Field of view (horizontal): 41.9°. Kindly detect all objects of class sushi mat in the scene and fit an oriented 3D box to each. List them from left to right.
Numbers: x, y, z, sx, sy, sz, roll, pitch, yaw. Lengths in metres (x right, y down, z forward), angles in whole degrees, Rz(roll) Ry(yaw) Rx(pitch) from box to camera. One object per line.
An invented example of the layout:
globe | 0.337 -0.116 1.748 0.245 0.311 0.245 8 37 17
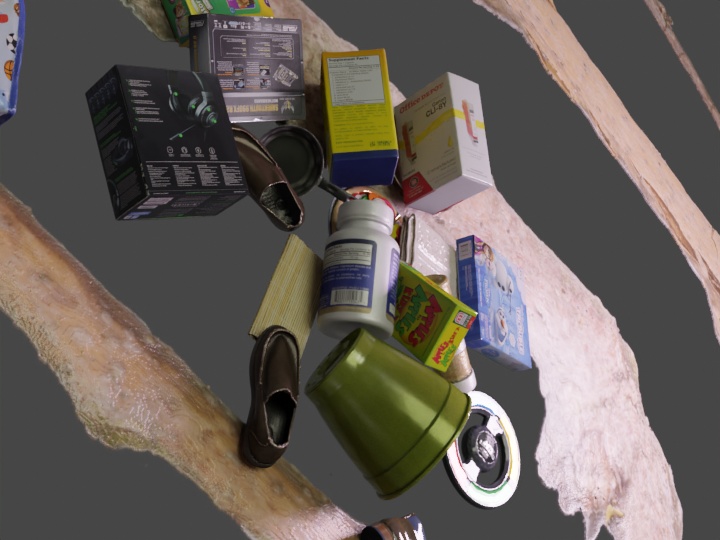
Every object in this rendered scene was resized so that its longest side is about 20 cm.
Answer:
sushi mat | -0.103 0.046 1.426 0.096 0.012 0.201 41 48 -26

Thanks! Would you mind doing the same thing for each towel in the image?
towel | 0.131 -0.001 1.645 0.200 0.034 0.134 37 49 -43

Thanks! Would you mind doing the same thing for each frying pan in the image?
frying pan | -0.078 -0.165 1.471 0.188 0.031 0.116 6 103 -18

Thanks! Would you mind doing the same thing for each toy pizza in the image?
toy pizza | 0.026 -0.055 1.587 0.199 0.032 0.202 21 59 -38

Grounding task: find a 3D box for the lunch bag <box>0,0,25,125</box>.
lunch bag | -0.490 -0.279 1.099 0.169 0.123 0.202 13 71 -40

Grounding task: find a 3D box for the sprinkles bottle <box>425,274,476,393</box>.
sprinkles bottle | 0.138 0.109 1.560 0.068 0.068 0.202 -36 116 -47

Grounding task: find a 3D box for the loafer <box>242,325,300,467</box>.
loafer | -0.110 0.169 1.301 0.072 0.071 0.202 18 61 -31

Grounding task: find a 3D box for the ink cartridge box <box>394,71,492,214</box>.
ink cartridge box | 0.141 -0.221 1.647 0.083 0.145 0.202 13 63 -39

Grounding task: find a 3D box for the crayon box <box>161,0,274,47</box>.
crayon box | -0.241 -0.461 1.478 0.172 0.058 0.202 -21 89 -46

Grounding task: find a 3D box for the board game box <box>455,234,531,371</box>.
board game box | 0.246 0.063 1.723 0.198 0.043 0.202 29 52 -49

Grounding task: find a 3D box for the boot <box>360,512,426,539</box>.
boot | 0.079 0.456 1.380 0.096 0.074 0.202 -13 80 -44

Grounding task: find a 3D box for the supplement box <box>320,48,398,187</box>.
supplement box | -0.005 -0.250 1.558 0.107 0.110 0.202 -4 71 -6

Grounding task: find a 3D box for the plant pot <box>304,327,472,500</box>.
plant pot | 0.027 0.193 1.378 0.193 0.200 0.201 44 45 -7

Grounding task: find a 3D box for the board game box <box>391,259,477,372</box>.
board game box | 0.086 0.063 1.459 0.047 0.200 0.102 24 99 -36

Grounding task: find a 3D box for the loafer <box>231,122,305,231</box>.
loafer | -0.145 -0.140 1.404 0.073 0.071 0.200 -45 111 -6

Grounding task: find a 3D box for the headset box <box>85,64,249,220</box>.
headset box | -0.268 -0.181 1.300 0.173 0.092 0.202 -7 77 -46

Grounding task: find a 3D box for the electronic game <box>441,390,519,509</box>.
electronic game | 0.205 0.303 1.601 0.199 0.041 0.202 21 59 -39

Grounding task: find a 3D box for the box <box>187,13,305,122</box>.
box | -0.171 -0.309 1.448 0.199 0.048 0.160 -14 106 -47

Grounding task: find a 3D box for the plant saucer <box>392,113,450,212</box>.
plant saucer | 0.107 -0.196 1.731 0.199 0.034 0.202 22 57 -39

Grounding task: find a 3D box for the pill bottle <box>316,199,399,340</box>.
pill bottle | 0.000 0.000 1.457 0.119 0.119 0.202 23 64 -37
